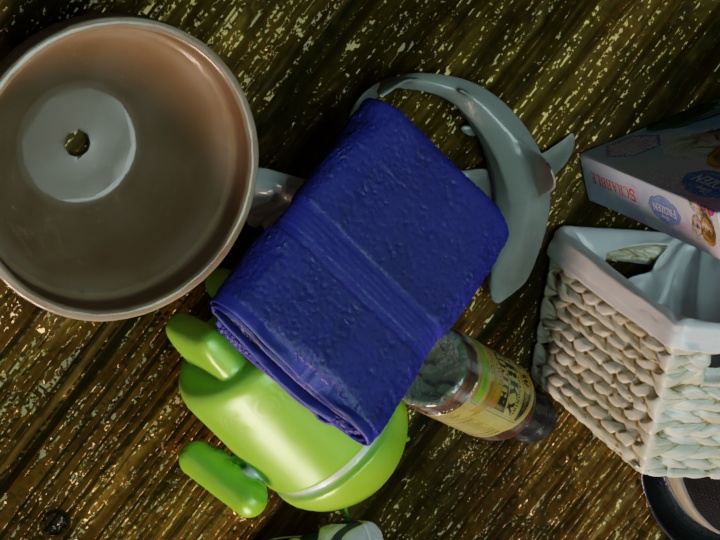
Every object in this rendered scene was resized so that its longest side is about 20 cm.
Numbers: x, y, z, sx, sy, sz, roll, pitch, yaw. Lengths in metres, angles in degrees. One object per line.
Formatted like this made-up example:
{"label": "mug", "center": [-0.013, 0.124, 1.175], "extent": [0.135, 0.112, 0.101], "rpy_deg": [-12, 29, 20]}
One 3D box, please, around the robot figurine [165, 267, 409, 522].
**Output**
{"label": "robot figurine", "center": [-0.046, 0.088, 1.673], "extent": [0.176, 0.116, 0.200], "rpy_deg": [-51, 119, -13]}

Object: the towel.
{"label": "towel", "center": [0.000, 0.000, 1.613], "extent": [0.148, 0.050, 0.200], "rpy_deg": [44, 65, -17]}

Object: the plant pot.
{"label": "plant pot", "center": [-0.176, -0.075, 1.579], "extent": [0.200, 0.093, 0.202], "rpy_deg": [-7, 108, -24]}

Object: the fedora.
{"label": "fedora", "center": [0.318, 0.154, 1.872], "extent": [0.200, 0.092, 0.201], "rpy_deg": [-7, 108, -22]}

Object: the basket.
{"label": "basket", "center": [0.225, 0.059, 1.747], "extent": [0.135, 0.200, 0.124], "rpy_deg": [3, 110, -25]}

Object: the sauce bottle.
{"label": "sauce bottle", "center": [0.087, 0.087, 1.721], "extent": [0.065, 0.065, 0.200], "rpy_deg": [-60, 152, 2]}

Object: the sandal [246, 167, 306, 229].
{"label": "sandal", "center": [0.000, -0.042, 1.688], "extent": [0.202, 0.082, 0.050], "rpy_deg": [20, 62, -29]}

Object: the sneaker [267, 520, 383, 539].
{"label": "sneaker", "center": [-0.032, 0.247, 1.757], "extent": [0.199, 0.129, 0.080], "rpy_deg": [56, 33, -60]}

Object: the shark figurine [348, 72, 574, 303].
{"label": "shark figurine", "center": [0.097, -0.086, 1.706], "extent": [0.128, 0.089, 0.215], "rpy_deg": [-43, 120, -9]}

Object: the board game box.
{"label": "board game box", "center": [0.292, -0.081, 1.731], "extent": [0.199, 0.200, 0.041], "rpy_deg": [-22, 112, -18]}
